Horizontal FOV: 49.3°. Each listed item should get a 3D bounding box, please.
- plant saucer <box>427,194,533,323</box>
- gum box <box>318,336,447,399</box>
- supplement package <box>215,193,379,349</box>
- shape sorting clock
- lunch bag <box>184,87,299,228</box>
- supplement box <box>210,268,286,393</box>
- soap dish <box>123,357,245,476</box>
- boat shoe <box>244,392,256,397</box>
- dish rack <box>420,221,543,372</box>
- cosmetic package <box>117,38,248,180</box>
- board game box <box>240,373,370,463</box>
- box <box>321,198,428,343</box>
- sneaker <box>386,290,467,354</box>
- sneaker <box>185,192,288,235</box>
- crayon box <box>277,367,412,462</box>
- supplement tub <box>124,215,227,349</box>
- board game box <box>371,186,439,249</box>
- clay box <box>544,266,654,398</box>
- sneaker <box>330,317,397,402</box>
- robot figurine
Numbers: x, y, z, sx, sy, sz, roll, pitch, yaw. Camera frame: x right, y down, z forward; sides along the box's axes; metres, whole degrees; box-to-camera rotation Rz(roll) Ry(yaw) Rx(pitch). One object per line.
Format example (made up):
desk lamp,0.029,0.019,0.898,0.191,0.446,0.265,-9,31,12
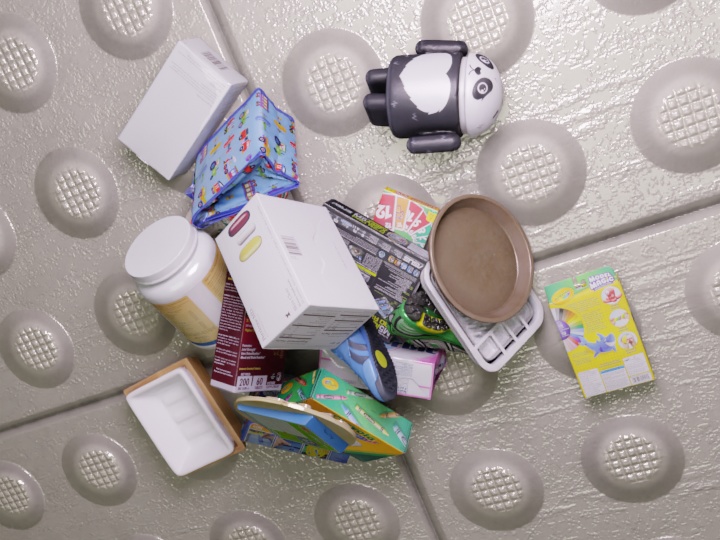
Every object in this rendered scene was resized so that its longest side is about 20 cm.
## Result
plant saucer,0.181,-0.017,1.193,0.200,0.200,0.029,54,148,-7
gum box,0.041,0.147,1.302,0.199,0.114,0.066,8,110,11
supplement package,-0.096,0.005,1.164,0.111,0.156,0.200,-44,60,28
shape sorting clock,-0.102,0.236,1.232,0.199,0.200,0.039,17,67,7
lunch bag,-0.203,-0.163,1.233,0.200,0.151,0.094,-28,138,24
supplement box,-0.170,0.091,1.261,0.061,0.109,0.201,8,91,38
soap dish,-0.319,0.266,1.446,0.157,0.081,0.200,-28,100,20
boat shoe,-0.164,0.181,1.385,0.060,0.072,0.202,13,117,-2
dish rack,0.185,0.041,1.223,0.200,0.172,0.044,56,147,-8
cosmetic package,-0.287,-0.258,1.266,0.113,0.081,0.200,41,113,-2
board game box,-0.095,0.259,1.377,0.200,0.034,0.136,17,113,-16
box,0.000,0.000,1.275,0.200,0.044,0.161,29,113,10
sneaker,0.125,0.090,1.255,0.200,0.078,0.085,25,142,-35
sneaker,-0.219,-0.103,1.293,0.199,0.093,0.070,-20,102,19
crayon box,-0.028,0.242,1.294,0.200,0.058,0.119,35,144,-22
supplement tub,-0.273,0.021,1.281,0.144,0.145,0.200,-17,135,18
board game box,0.050,-0.028,1.291,0.095,0.030,0.200,23,114,6
clay box,0.376,0.093,1.240,0.115,0.048,0.200,-19,101,19
sneaker,-0.007,0.124,1.221,0.078,0.066,0.200,-34,63,18
robot figurine,0.107,-0.256,1.147,0.199,0.125,0.151,2,111,13
